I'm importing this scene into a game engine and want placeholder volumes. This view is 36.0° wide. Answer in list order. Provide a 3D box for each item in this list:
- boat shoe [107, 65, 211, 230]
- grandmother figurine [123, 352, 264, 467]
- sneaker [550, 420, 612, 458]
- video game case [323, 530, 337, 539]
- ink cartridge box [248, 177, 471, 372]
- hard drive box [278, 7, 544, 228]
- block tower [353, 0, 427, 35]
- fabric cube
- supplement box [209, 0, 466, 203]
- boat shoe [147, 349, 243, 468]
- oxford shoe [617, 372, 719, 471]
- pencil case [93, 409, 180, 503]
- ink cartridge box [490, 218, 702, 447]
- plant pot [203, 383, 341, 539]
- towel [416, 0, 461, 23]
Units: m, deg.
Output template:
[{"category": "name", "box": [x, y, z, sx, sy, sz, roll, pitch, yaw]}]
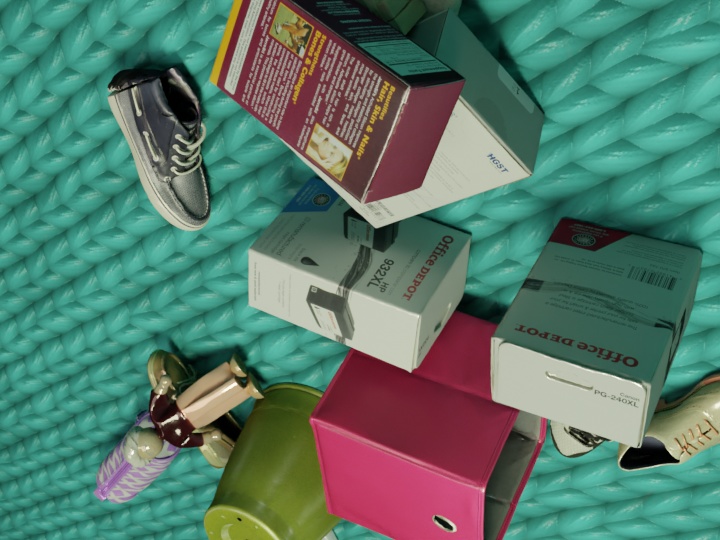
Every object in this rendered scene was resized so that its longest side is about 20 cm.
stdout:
[{"category": "boat shoe", "box": [-0.207, -0.136, 1.250, 0.092, 0.075, 0.202, -3, 123, 44]}, {"category": "grandmother figurine", "box": [-0.232, 0.190, 1.470, 0.199, 0.061, 0.122, -36, 102, 3]}, {"category": "sneaker", "box": [0.246, 0.151, 1.181, 0.075, 0.088, 0.201, 29, 138, 6]}, {"category": "video game case", "box": [-0.080, 0.469, 1.710, 0.180, 0.023, 0.202, -5, 121, 37]}, {"category": "ink cartridge box", "box": [0.000, 0.000, 1.176, 0.198, 0.145, 0.084, 21, 134, 17]}, {"category": "hard drive box", "box": [0.047, -0.135, 1.050, 0.198, 0.078, 0.156, -15, 136, 41]}, {"category": "block tower", "box": [-0.034, -0.218, 1.037, 0.198, 0.058, 0.054, -17, 115, 41]}, {"category": "fabric cube", "box": [0.082, 0.176, 1.214, 0.197, 0.201, 0.198, 18, 143, 20]}, {"category": "supplement box", "box": [-0.023, -0.162, 0.940, 0.200, 0.085, 0.111, 40, 124, 25]}, {"category": "boat shoe", "box": [-0.220, 0.187, 1.536, 0.063, 0.073, 0.202, -21, 111, 24]}, {"category": "oxford shoe", "box": [0.348, 0.163, 1.132, 0.071, 0.074, 0.199, 46, 136, -9]}, {"category": "pencil case", "box": [-0.338, 0.287, 1.683, 0.084, 0.086, 0.200, 41, 138, -1]}, {"category": "ink cartridge box", "box": [0.221, 0.052, 1.032, 0.144, 0.200, 0.084, 16, 133, 22]}, {"category": "plant pot", "box": [-0.102, 0.288, 1.449, 0.198, 0.193, 0.202, 17, 133, 20]}, {"category": "towel", "box": [0.007, -0.275, 1.025, 0.198, 0.035, 0.133, 28, 138, 13]}]
